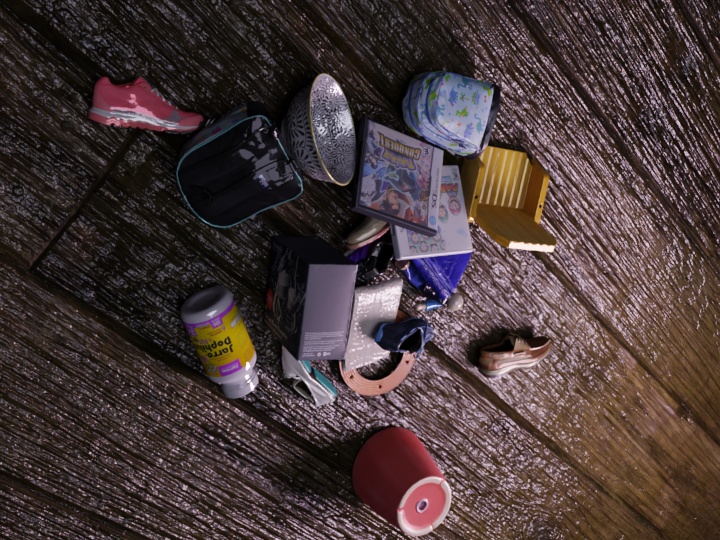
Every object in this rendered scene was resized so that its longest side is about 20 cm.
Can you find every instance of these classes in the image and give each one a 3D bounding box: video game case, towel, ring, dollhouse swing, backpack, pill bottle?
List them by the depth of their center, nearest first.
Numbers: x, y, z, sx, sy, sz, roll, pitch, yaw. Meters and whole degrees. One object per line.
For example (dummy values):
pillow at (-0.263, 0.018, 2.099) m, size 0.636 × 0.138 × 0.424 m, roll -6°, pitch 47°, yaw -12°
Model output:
backpack at (-0.220, -0.181, 1.368) m, size 0.198 × 0.154 × 0.177 m, roll -31°, pitch 122°, yaw -1°
pill bottle at (-0.261, 0.140, 1.485) m, size 0.103 × 0.104 × 0.203 m, roll -28°, pitch 117°, yaw -17°
video game case at (0.076, -0.179, 1.527) m, size 0.197 × 0.025 × 0.185 m, roll 16°, pitch 72°, yaw -31°
backpack at (0.180, -0.323, 1.564) m, size 0.196 × 0.154 × 0.167 m, roll 16°, pitch 95°, yaw -18°
video game case at (0.137, -0.121, 1.586) m, size 0.197 × 0.024 × 0.187 m, roll -6°, pitch 84°, yaw -36°
towel at (0.019, 0.110, 1.616) m, size 0.131 × 0.034 × 0.204 m, roll -14°, pitch 127°, yaw -36°
towel at (0.159, -0.057, 1.647) m, size 0.201 × 0.049 × 0.149 m, roll 52°, pitch 55°, yaw -27°
dollhouse swing at (0.333, -0.156, 1.671) m, size 0.196 × 0.175 × 0.186 m, roll 5°, pitch 104°, yaw -28°
ring at (0.038, 0.176, 1.711) m, size 0.196 × 0.019 × 0.205 m, roll -9°, pitch 109°, yaw -26°

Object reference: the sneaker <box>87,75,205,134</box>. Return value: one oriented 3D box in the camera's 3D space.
sneaker at (-0.354, -0.279, 1.317) m, size 0.196 × 0.073 × 0.089 m, roll 2°, pitch 102°, yaw -30°

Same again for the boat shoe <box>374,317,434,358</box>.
boat shoe at (0.103, 0.151, 1.651) m, size 0.198 × 0.068 × 0.086 m, roll -10°, pitch 123°, yaw -54°

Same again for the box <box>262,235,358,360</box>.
box at (-0.101, 0.047, 1.487) m, size 0.102 × 0.199 × 0.186 m, roll 2°, pitch 105°, yaw -27°

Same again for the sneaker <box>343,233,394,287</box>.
sneaker at (0.000, -0.001, 1.583) m, size 0.200 × 0.099 × 0.070 m, roll -47°, pitch 119°, yaw -8°

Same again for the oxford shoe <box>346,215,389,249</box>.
oxford shoe at (0.035, -0.123, 1.586) m, size 0.200 × 0.070 × 0.074 m, roll -44°, pitch 118°, yaw -22°

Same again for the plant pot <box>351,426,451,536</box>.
plant pot at (0.100, 0.482, 1.751) m, size 0.196 × 0.177 × 0.205 m, roll -9°, pitch 110°, yaw -25°

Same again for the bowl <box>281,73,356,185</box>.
bowl at (-0.087, -0.250, 1.439) m, size 0.092 × 0.202 × 0.204 m, roll -8°, pitch 118°, yaw 21°

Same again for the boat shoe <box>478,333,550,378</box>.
boat shoe at (0.367, 0.191, 1.863) m, size 0.196 × 0.075 × 0.076 m, roll -18°, pitch 111°, yaw -23°

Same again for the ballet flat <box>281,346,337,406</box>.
ballet flat at (-0.121, 0.213, 1.615) m, size 0.069 × 0.069 × 0.201 m, roll -41°, pitch 121°, yaw -10°

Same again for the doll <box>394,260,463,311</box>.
doll at (0.155, 0.026, 1.706) m, size 0.199 × 0.048 × 0.138 m, roll 40°, pitch 73°, yaw -32°
